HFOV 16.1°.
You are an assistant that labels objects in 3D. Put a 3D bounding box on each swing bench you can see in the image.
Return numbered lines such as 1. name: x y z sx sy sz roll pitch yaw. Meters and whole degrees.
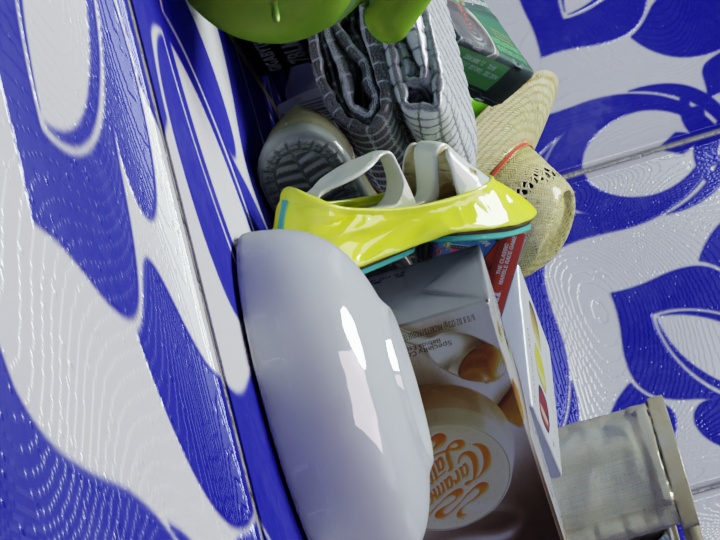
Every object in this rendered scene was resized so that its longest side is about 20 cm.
1. swing bench: 0.189 0.236 2.146 0.130 0.199 0.200 -98 169 -60

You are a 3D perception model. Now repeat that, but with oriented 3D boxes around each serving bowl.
1. serving bowl: -0.004 0.069 1.331 0.200 0.066 0.200 -15 90 -85

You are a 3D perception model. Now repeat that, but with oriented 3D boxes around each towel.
1. towel: 0.008 -0.156 1.597 0.166 0.086 0.200 54 22 -71

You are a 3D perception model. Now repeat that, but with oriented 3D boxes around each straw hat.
1. straw hat: 0.107 -0.041 1.856 0.085 0.201 0.201 40 -4 16

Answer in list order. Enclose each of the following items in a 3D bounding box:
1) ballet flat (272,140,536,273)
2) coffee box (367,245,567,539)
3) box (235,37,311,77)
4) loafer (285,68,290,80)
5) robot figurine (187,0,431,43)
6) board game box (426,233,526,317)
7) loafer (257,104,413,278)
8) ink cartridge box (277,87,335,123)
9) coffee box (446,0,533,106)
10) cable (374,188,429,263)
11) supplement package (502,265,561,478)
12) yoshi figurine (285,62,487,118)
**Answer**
1. ballet flat: 0.028 -0.039 1.467 0.067 0.200 0.067 6 -74 47
2. coffee box: 0.047 0.101 1.513 0.080 0.114 0.200 -97 169 -64
3. box: -0.082 -0.244 1.574 0.199 0.050 0.200 52 23 -75
4. loafer: -0.027 -0.180 1.838 0.073 0.071 0.200 -98 170 -58
5. robot figurine: -0.032 -0.195 1.390 0.175 0.116 0.200 38 36 3
6. board game box: 0.056 0.001 1.692 0.200 0.019 0.103 -140 -117 -69
7. loafer: -0.005 -0.020 1.545 0.070 0.075 0.200 -93 166 -53
8. ink cartridge box: 0.000 0.000 1.711 0.200 0.050 0.161 65 10 -48
9. coffee box: 0.031 -0.210 1.763 0.200 0.044 0.123 58 19 23
10. cable: 0.022 -0.020 1.696 0.097 0.050 0.200 138 -39 -60
11. supplement package: 0.081 0.083 1.885 0.200 0.109 0.114 60 23 -69
12. yoshi figurine: 0.027 -0.141 1.795 0.112 0.112 0.200 -64 146 -18
